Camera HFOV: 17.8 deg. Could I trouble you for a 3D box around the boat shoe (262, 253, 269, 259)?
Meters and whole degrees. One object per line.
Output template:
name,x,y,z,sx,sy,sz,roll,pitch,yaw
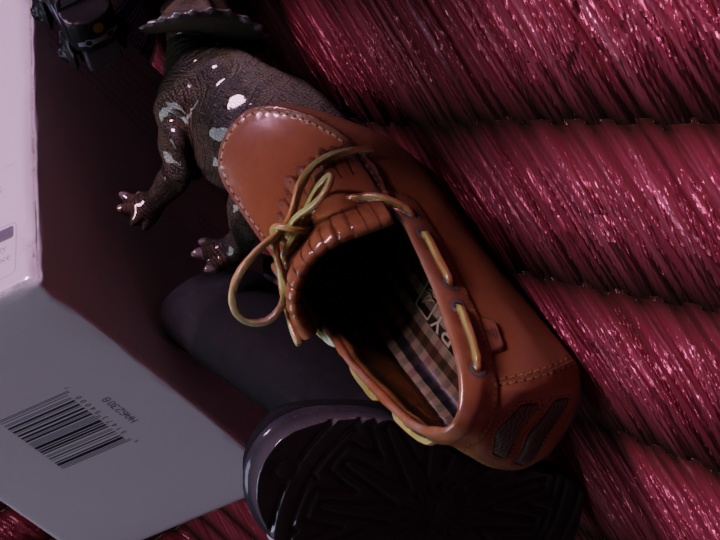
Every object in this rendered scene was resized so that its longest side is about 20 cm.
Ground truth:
boat shoe,-0.047,0.052,1.257,0.201,0.071,0.066,40,145,54

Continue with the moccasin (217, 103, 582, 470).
moccasin,-0.001,0.001,0.869,0.077,0.074,0.202,10,-146,-43

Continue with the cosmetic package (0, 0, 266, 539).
cosmetic package,-0.142,-0.005,1.087,0.199,0.123,0.201,45,-150,-45

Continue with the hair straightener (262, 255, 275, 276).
hair straightener,-0.014,0.017,1.108,0.077,0.041,0.200,66,169,-20

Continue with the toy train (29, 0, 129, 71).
toy train,-0.155,-0.164,1.006,0.200,0.034,0.046,55,166,33

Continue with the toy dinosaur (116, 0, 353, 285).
toy dinosaur,-0.040,-0.049,0.974,0.200,0.077,0.102,46,131,16

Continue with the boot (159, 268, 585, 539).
boot,-0.024,0.049,0.943,0.164,0.066,0.200,20,-165,-41

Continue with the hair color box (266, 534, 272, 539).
hair color box,-0.033,0.118,1.382,0.109,0.065,0.200,50,165,45

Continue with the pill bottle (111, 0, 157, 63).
pill bottle,-0.168,-0.146,1.252,0.111,0.111,0.200,59,169,19
